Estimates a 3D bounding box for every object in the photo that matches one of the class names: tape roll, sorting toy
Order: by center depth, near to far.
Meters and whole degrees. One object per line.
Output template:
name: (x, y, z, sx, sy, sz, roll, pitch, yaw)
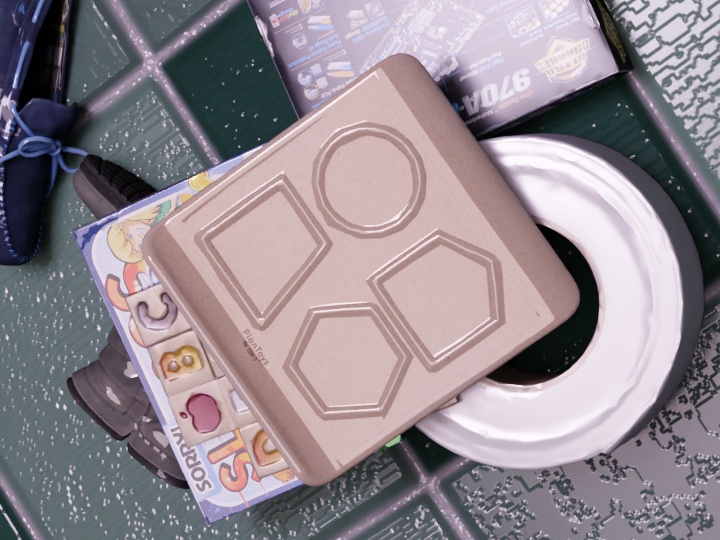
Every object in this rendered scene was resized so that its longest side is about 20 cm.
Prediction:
sorting toy: (0.000, 0.000, 1.497, 0.200, 0.036, 0.185, -35, 90, 7)
tape roll: (0.104, 0.018, 1.536, 0.202, 0.071, 0.203, 1, 94, 17)

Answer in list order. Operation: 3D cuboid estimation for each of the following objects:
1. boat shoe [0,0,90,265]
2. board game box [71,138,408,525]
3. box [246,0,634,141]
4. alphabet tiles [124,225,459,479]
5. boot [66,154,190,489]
boat shoe: (-0.215, -0.102, 1.623, 0.069, 0.084, 0.200, 1, 96, 18)
board game box: (-0.073, 0.038, 1.557, 0.135, 0.034, 0.200, -25, 94, 9)
box: (0.044, -0.152, 1.554, 0.200, 0.046, 0.159, -25, 86, 18)
alphabet tiles: (-0.033, 0.026, 1.523, 0.200, 0.006, 0.167, -22, 94, 12)
boot: (-0.144, 0.035, 1.617, 0.131, 0.068, 0.200, -44, 83, 14)
